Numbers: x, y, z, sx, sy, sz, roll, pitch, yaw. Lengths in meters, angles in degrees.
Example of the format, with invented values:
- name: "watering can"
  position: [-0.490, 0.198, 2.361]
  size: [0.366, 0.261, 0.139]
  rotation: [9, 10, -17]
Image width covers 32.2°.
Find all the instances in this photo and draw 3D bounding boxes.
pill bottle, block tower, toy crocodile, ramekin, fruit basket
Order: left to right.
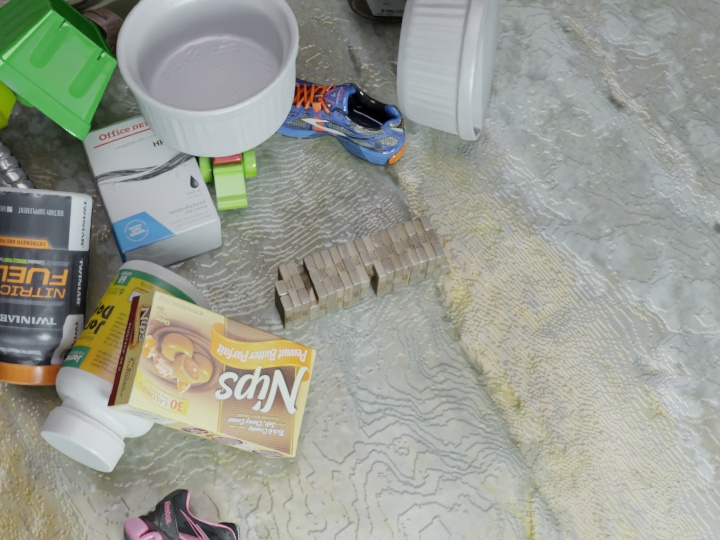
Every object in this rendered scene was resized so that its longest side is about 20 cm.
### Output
- name: "fruit basket"
  position: [-0.381, -0.207, 1.373]
  size: [0.155, 0.214, 0.218]
  rotation: [38, 62, -29]
- name: "pill bottle"
  position: [-0.339, 0.017, 1.309]
  size: [0.105, 0.106, 0.203]
  rotation: [4, 91, -1]
- name: "pill bottle"
  position: [-0.246, 0.100, 1.295]
  size: [0.112, 0.113, 0.202]
  rotation: [23, 66, 8]
- name: "ramekin"
  position: [-0.164, -0.223, 1.383]
  size: [0.197, 0.098, 0.203]
  rotation: [-1, 58, 1]
- name: "toy crocodile"
  position: [-0.156, -0.162, 1.451]
  size: [0.066, 0.062, 0.203]
  rotation: [-2, 65, -3]
- name: "block tower"
  position: [0.000, 0.000, 1.385]
  size: [0.198, 0.058, 0.055]
  rotation: [-19, 67, -12]
- name: "ramekin"
  position: [0.102, -0.255, 1.436]
  size: [0.093, 0.203, 0.205]
  rotation: [8, 64, 10]

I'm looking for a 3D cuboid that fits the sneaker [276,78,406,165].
- name: "sneaker"
  position: [-0.035, -0.192, 1.451]
  size: [0.197, 0.079, 0.076]
  rotation: [16, 63, -4]

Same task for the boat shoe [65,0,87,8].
- name: "boat shoe"
  position: [-0.343, -0.387, 1.506]
  size: [0.071, 0.077, 0.201]
  rotation: [-1, 41, 11]

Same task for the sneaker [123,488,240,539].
- name: "sneaker"
  position: [-0.141, 0.295, 1.236]
  size: [0.200, 0.079, 0.095]
  rotation: [41, 58, 14]

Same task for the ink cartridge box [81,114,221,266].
- name: "ink cartridge box"
  position: [-0.244, -0.108, 1.418]
  size: [0.115, 0.068, 0.202]
  rotation: [-20, 66, -12]

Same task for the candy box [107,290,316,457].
- name: "candy box"
  position: [-0.146, 0.108, 1.263]
  size: [0.198, 0.055, 0.117]
  rotation: [23, 70, -33]

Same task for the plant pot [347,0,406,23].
- name: "plant pot"
  position: [0.043, -0.415, 1.531]
  size: [0.184, 0.187, 0.203]
  rotation: [6, 78, 1]

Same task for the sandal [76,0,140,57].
- name: "sandal"
  position: [-0.315, -0.280, 1.487]
  size: [0.198, 0.081, 0.058]
  rotation: [-11, 29, 1]

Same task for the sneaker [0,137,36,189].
- name: "sneaker"
  position: [-0.419, -0.071, 1.392]
  size: [0.115, 0.075, 0.200]
  rotation: [-35, 72, -15]
